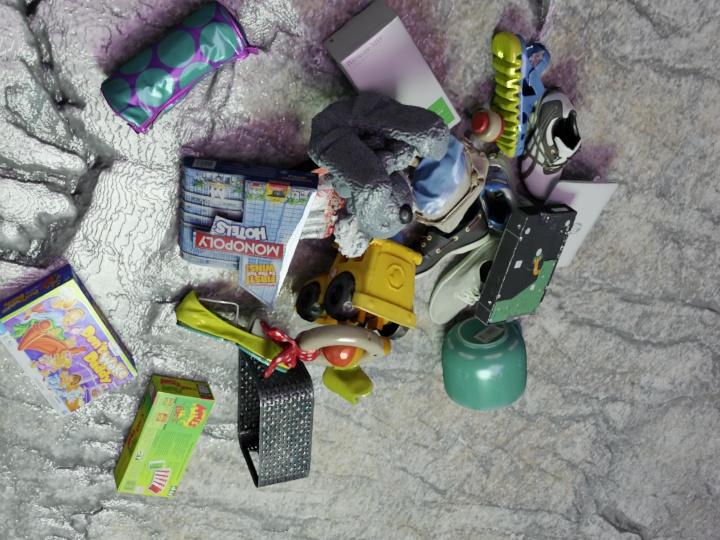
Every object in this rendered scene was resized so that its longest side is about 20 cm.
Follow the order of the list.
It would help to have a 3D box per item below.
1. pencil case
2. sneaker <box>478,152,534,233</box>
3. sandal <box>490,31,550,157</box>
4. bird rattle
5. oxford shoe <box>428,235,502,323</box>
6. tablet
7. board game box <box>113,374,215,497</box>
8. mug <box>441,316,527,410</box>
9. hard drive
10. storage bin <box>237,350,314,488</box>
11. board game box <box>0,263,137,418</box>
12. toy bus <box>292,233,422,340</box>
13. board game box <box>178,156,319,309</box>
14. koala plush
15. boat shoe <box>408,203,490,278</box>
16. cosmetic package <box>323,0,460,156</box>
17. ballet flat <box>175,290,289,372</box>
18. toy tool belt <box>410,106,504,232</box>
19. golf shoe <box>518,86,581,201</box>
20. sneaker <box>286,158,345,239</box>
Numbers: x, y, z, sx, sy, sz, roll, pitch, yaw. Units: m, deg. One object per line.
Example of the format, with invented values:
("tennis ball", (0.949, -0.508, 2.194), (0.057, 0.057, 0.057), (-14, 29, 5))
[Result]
("pencil case", (-0.237, -0.263, 1.261), (0.199, 0.093, 0.085), (-38, 169, -1))
("sneaker", (0.237, -0.091, 1.583), (0.076, 0.086, 0.201), (-16, 128, 31))
("sandal", (0.251, -0.272, 1.499), (0.086, 0.080, 0.203), (-14, 126, -21))
("bird rattle", (-0.047, 0.111, 1.451), (0.198, 0.115, 0.162), (29, 142, -34))
("oxford shoe", (0.185, 0.026, 1.643), (0.074, 0.058, 0.200), (17, 127, -35))
("tablet", (0.350, -0.077, 1.666), (0.128, 0.014, 0.202), (-1, 138, -25))
("board game box", (-0.322, 0.273, 1.578), (0.100, 0.048, 0.203), (13, 113, -31))
("mug", (0.217, 0.142, 1.703), (0.149, 0.186, 0.116), (-4, 122, 6))
("hard drive", (0.270, -0.011, 1.586), (0.138, 0.038, 0.203), (-8, 124, -42))
("storage bin", (-0.141, 0.236, 1.583), (0.092, 0.136, 0.204), (-8, 122, -20))
("board game box", (-0.435, 0.107, 1.424), (0.133, 0.045, 0.202), (-29, 127, -6))
("toy bus", (0.000, 0.000, 1.510), (0.134, 0.198, 0.196), (19, 75, -33))
("board game box", (-0.167, -0.050, 1.404), (0.195, 0.062, 0.203), (6, 118, -3))
("koala plush", (0.021, -0.124, 1.354), (0.177, 0.183, 0.202), (-43, 145, -21))
("boat shoe", (0.118, -0.044, 1.579), (0.199, 0.074, 0.064), (-28, 121, -10))
("cosmetic package", (0.047, -0.273, 1.396), (0.107, 0.085, 0.200), (-38, 129, 5))
("ballet flat", (-0.188, 0.089, 1.490), (0.197, 0.067, 0.068), (25, 89, -7))
("toy tool belt", (0.131, -0.164, 1.479), (0.121, 0.125, 0.202), (13, 113, -40))
("golf shoe", (0.309, -0.190, 1.565), (0.076, 0.095, 0.203), (-16, 126, -16))
("sneaker", (-0.040, -0.119, 1.457), (0.198, 0.067, 0.109), (-23, 122, -5))
